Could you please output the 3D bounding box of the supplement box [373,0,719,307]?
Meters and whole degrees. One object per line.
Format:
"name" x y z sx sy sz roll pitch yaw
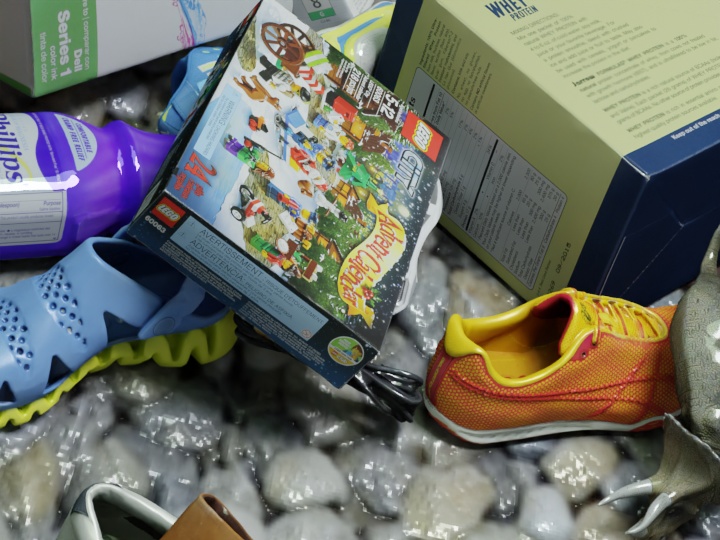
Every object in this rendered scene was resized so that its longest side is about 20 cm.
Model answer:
"supplement box" 0.141 -0.097 1.265 0.200 0.135 0.200 -25 57 -39

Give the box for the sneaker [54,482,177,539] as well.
"sneaker" -0.061 0.170 0.947 0.200 0.071 0.073 30 42 13

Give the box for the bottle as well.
"bottle" -0.178 -0.047 1.145 0.199 0.065 0.084 -4 45 -24

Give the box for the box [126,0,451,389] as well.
"box" -0.032 -0.047 1.114 0.136 0.038 0.200 36 37 -13

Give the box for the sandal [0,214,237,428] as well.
"sandal" -0.146 0.016 1.075 0.200 0.087 0.080 -21 56 -34

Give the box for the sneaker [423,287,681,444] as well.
"sneaker" 0.130 0.046 1.151 0.199 0.077 0.073 -10 47 -31

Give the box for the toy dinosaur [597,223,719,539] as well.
"toy dinosaur" 0.198 0.057 1.122 0.102 0.077 0.201 30 63 -43

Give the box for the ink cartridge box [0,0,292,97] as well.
"ink cartridge box" -0.157 -0.187 1.265 0.200 0.084 0.145 -23 37 -37

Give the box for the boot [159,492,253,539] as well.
"boot" -0.077 0.213 0.822 0.200 0.069 0.188 -41 48 -1

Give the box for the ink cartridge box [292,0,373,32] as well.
"ink cartridge box" -0.035 -0.275 1.363 0.050 0.200 0.161 -13 31 29

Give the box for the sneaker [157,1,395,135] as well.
"sneaker" -0.050 -0.121 1.267 0.105 0.076 0.200 29 43 12

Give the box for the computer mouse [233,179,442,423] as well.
"computer mouse" 0.000 0.000 1.175 0.109 0.044 0.200 23 39 -1
